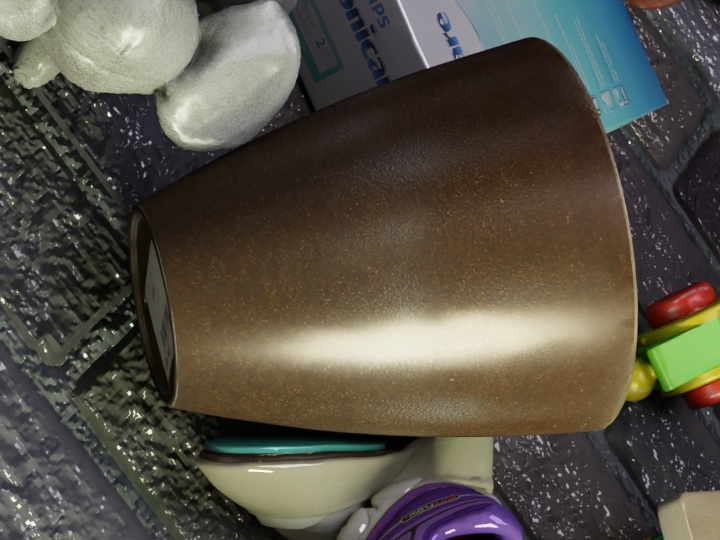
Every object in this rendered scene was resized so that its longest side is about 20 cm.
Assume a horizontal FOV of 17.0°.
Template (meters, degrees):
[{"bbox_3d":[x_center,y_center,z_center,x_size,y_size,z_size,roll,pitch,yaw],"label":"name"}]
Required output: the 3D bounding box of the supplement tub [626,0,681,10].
[{"bbox_3d":[0.136,-0.253,1.452,0.200,0.107,0.107,36,47,-30],"label":"supplement tub"}]

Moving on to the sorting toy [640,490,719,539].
[{"bbox_3d":[0.234,0.226,1.335,0.199,0.069,0.200,3,68,-47],"label":"sorting toy"}]

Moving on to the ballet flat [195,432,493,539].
[{"bbox_3d":[-0.001,0.102,1.156,0.199,0.069,0.070,-7,75,-50],"label":"ballet flat"}]

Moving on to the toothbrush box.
[{"bbox_3d":[0.061,-0.122,1.318,0.200,0.085,0.147,-25,91,-51],"label":"toothbrush box"}]

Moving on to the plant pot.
[{"bbox_3d":[0.000,0.000,1.108,0.199,0.187,0.188,-10,75,-15],"label":"plant pot"}]

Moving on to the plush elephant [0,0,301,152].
[{"bbox_3d":[-0.104,-0.137,1.099,0.165,0.200,0.155,41,68,-22],"label":"plush elephant"}]

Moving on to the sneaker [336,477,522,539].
[{"bbox_3d":[0.002,0.175,1.072,0.081,0.083,0.200,44,68,-27],"label":"sneaker"}]

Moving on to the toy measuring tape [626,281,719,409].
[{"bbox_3d":[0.227,0.028,1.398,0.199,0.074,0.074,-25,89,-17],"label":"toy measuring tape"}]
